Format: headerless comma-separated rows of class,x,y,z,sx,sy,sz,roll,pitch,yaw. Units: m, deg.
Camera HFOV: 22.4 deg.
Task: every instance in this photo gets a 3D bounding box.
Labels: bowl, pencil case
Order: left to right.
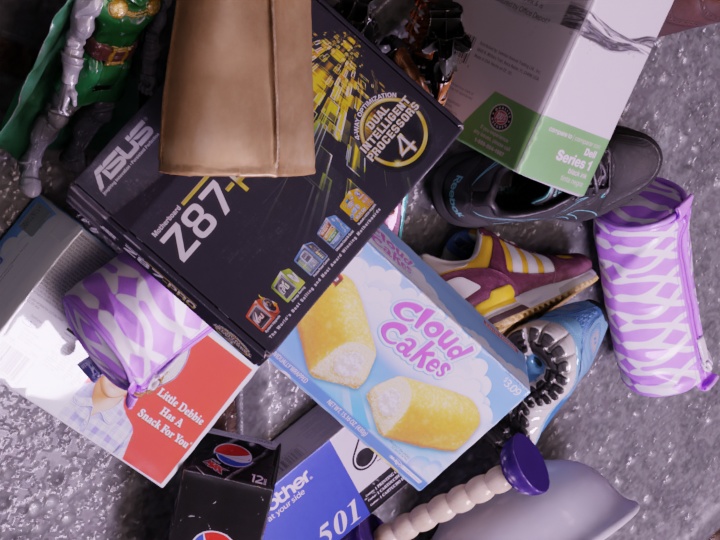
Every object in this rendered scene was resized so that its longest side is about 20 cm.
pencil case,-0.098,0.000,1.175,0.200,0.086,0.084,-38,164,-15
bowl,0.126,0.213,1.520,0.201,0.201,0.090,-29,84,-22
pencil case,0.248,0.017,1.529,0.084,0.085,0.200,-41,131,-29

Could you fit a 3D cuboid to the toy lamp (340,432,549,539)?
toy lamp,0.055,0.197,1.451,0.200,0.058,0.058,-30,139,26

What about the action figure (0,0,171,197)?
action figure,-0.162,-0.125,1.115,0.118,0.055,0.200,-15,151,-38

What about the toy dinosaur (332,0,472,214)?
toy dinosaur,0.023,-0.134,1.262,0.102,0.200,0.136,-6,144,-1

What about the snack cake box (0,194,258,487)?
snack cake box,-0.176,0.051,1.248,0.115,0.067,0.200,-52,133,-5

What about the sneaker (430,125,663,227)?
sneaker,0.156,-0.067,1.407,0.200,0.079,0.075,-14,100,-23

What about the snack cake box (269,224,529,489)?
snack cake box,0.012,0.047,1.308,0.200,0.067,0.115,42,107,-15

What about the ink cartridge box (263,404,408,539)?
ink cartridge box,-0.012,0.149,1.440,0.200,0.044,0.094,-38,129,-15

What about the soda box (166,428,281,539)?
soda box,-0.112,0.218,1.355,0.071,0.063,0.200,13,118,-3

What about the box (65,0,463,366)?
box,-0.058,-0.067,1.132,0.161,0.049,0.200,42,75,-2

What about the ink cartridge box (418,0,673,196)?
ink cartridge box,0.133,-0.176,1.308,0.084,0.146,0.200,16,104,-42

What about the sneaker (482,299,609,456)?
sneaker,0.147,0.087,1.457,0.090,0.078,0.200,-34,169,-31

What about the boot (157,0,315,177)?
boot,-0.037,-0.156,1.086,0.175,0.066,0.200,-1,94,-20

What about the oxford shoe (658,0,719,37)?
oxford shoe,0.248,-0.221,1.441,0.200,0.071,0.073,4,139,-42

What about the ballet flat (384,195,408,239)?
ballet flat,0.000,0.000,1.364,0.071,0.069,0.200,-7,114,-15

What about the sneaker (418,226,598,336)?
sneaker,0.116,0.000,1.440,0.075,0.090,0.200,-39,170,32
